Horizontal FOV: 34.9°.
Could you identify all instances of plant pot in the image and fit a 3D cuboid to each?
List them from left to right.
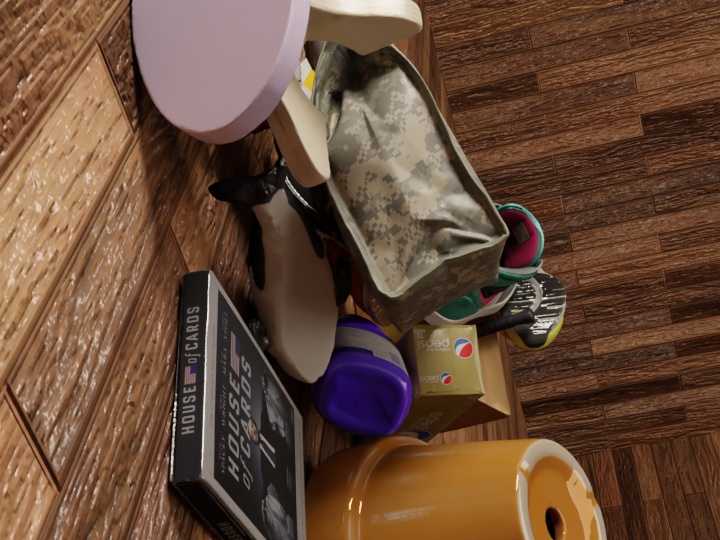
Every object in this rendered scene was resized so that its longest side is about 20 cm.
[{"bbox_3d":[0.081,0.213,0.883,0.199,0.182,0.202,31,47,-40],"label":"plant pot"}]

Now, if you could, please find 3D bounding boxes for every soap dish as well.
[{"bbox_3d":[0.072,0.078,1.267,0.081,0.156,0.202,19,59,-59],"label":"soap dish"}]

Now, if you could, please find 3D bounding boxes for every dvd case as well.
[{"bbox_3d":[-0.076,0.117,0.766,0.201,0.024,0.152,67,16,-51],"label":"dvd case"}]

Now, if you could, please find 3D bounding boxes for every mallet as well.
[{"bbox_3d":[0.080,0.074,1.176,0.066,0.198,0.042,-1,73,-68],"label":"mallet"}]

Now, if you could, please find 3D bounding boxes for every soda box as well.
[{"bbox_3d":[0.051,0.118,1.092,0.200,0.063,0.068,123,-36,-62],"label":"soda box"}]

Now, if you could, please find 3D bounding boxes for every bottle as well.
[{"bbox_3d":[-0.004,0.084,1.015,0.200,0.083,0.066,-111,-142,-77],"label":"bottle"}]

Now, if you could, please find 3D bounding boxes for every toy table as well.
[{"bbox_3d":[-0.064,-0.162,0.756,0.117,0.182,0.202,29,61,-55],"label":"toy table"}]

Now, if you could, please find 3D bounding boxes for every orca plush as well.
[{"bbox_3d":[-0.073,-0.001,0.868,0.105,0.071,0.201,-48,140,-17],"label":"orca plush"}]

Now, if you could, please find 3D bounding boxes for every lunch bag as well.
[{"bbox_3d":[0.021,-0.071,0.879,0.201,0.117,0.164,63,-2,12],"label":"lunch bag"}]

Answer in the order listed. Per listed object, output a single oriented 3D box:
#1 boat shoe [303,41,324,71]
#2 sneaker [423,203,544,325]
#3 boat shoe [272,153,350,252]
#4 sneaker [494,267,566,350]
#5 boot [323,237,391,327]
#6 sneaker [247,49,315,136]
[{"bbox_3d":[-0.031,-0.202,1.142,0.072,0.076,0.200,37,-7,16],"label":"boat shoe"},{"bbox_3d":[0.137,-0.016,1.136,0.084,0.121,0.200,51,32,7],"label":"sneaker"},{"bbox_3d":[0.006,-0.048,0.991,0.076,0.199,0.060,-54,171,-12],"label":"boat shoe"},{"bbox_3d":[0.183,0.047,1.275,0.200,0.077,0.091,-89,176,-67],"label":"sneaker"},{"bbox_3d":[0.000,0.000,1.111,0.200,0.106,0.076,3,110,-82],"label":"boot"},{"bbox_3d":[-0.082,-0.160,0.923,0.200,0.077,0.083,-93,162,-71],"label":"sneaker"}]
